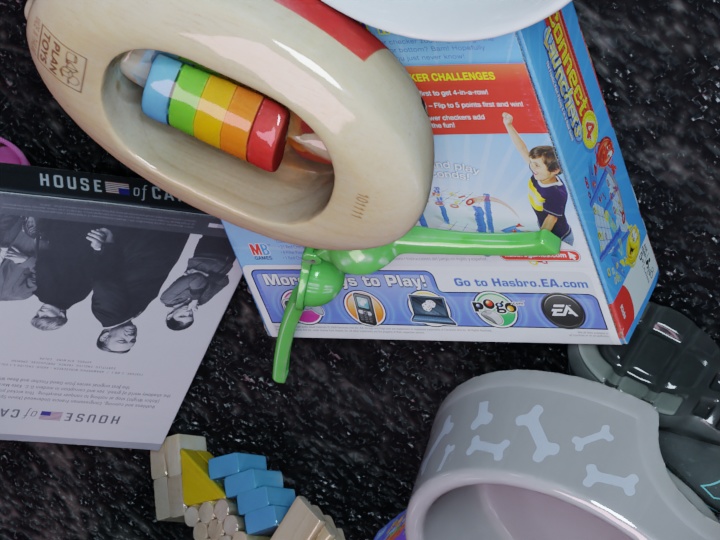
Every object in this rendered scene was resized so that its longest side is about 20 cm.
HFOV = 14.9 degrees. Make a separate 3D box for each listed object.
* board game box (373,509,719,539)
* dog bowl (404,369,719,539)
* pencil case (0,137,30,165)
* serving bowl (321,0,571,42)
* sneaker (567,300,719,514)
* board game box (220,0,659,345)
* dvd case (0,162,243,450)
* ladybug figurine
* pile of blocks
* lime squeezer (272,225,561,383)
[{"bbox_3d":[0.102,0.153,1.437,0.134,0.045,0.200,40,137,-8],"label":"board game box"},{"bbox_3d":[0.110,0.139,1.324,0.199,0.059,0.201,23,143,18],"label":"dog bowl"},{"bbox_3d":[-0.230,0.006,1.475,0.094,0.091,0.201,42,140,22],"label":"pencil case"},{"bbox_3d":[0.032,-0.198,1.127,0.199,0.066,0.201,14,124,22],"label":"serving bowl"},{"bbox_3d":[0.186,0.085,1.318,0.200,0.076,0.079,33,152,9],"label":"sneaker"},{"bbox_3d":[0.019,-0.058,1.283,0.199,0.056,0.196,1,129,30],"label":"board game box"},{"bbox_3d":[-0.148,0.023,1.422,0.149,0.025,0.200,6,140,-20],"label":"dvd case"},{"bbox_3d":[-0.053,-0.084,1.203,0.199,0.072,0.136,27,144,6],"label":"ladybug figurine"},{"bbox_3d":[-0.037,0.150,1.485,0.200,0.062,0.082,49,115,35],"label":"pile of blocks"},{"bbox_3d":[0.000,0.000,1.290,0.070,0.038,0.200,20,147,-36],"label":"lime squeezer"}]
